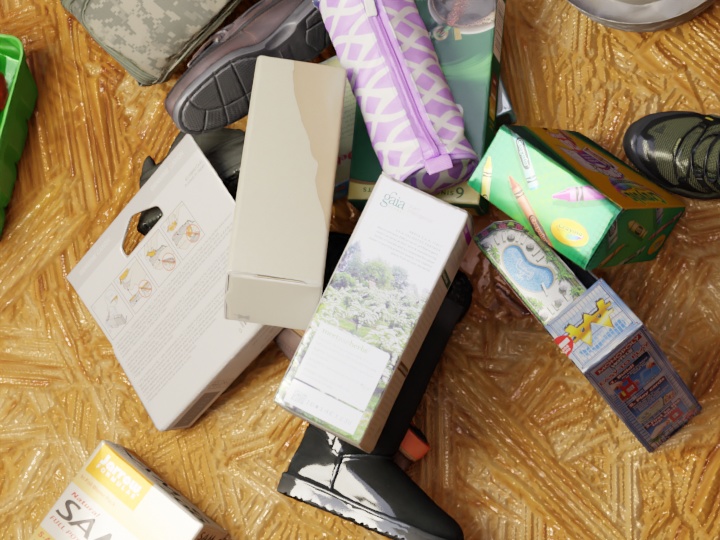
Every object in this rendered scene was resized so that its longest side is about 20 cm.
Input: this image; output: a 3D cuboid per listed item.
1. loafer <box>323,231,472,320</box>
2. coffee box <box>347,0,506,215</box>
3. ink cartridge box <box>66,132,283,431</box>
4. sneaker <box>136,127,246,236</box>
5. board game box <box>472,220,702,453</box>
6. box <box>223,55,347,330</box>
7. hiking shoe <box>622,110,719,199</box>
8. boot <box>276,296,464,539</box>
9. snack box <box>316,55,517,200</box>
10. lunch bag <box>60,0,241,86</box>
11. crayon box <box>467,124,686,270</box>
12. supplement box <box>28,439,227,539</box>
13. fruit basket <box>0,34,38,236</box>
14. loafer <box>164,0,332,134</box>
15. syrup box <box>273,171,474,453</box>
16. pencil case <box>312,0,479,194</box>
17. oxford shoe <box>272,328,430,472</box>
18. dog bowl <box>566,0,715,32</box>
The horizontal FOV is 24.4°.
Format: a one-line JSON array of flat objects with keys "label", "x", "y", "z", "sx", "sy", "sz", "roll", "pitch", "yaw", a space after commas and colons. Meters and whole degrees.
[{"label": "loafer", "x": 0.000, "y": 0.000, "z": 1.453, "sx": 0.199, "sy": 0.070, "sz": 0.069, "roll": 12, "pitch": 80, "yaw": 17}, {"label": "coffee box", "x": 0.058, "y": -0.150, "z": 1.448, "sx": 0.122, "sy": 0.044, "sz": 0.202, "roll": 4, "pitch": 80, "yaw": 15}, {"label": "ink cartridge box", "x": -0.150, "y": 0.011, "z": 1.462, "sx": 0.200, "sy": 0.045, "sz": 0.177, "roll": -45, "pitch": 67, "yaw": 27}, {"label": "sneaker", "x": -0.125, "y": -0.100, "z": 1.495, "sx": 0.199, "sy": 0.076, "sz": 0.092, "roll": -22, "pitch": 64, "yaw": 23}, {"label": "board game box", "x": 0.180, "y": 0.040, "z": 1.329, "sx": 0.062, "sy": 0.200, "sz": 0.200, "roll": -40, "pitch": 71, "yaw": 3}, {"label": "box", "x": -0.061, "y": -0.063, "z": 1.357, "sx": 0.077, "sy": 0.095, "sz": 0.202, "roll": 8, "pitch": 65, "yaw": -3}, {"label": "hiking shoe", "x": 0.312, "y": -0.095, "z": 1.379, "sx": 0.198, "sy": 0.101, "sz": 0.076, "roll": 17, "pitch": 81, "yaw": 18}, {"label": "boot", "x": 0.040, "y": 0.116, "z": 1.368, "sx": 0.163, "sy": 0.066, "sz": 0.202, "roll": 21, "pitch": 80, "yaw": 5}, {"label": "snack box", "x": 0.028, "y": -0.150, "z": 1.499, "sx": 0.198, "sy": 0.037, "sz": 0.117, "roll": -23, "pitch": 73, "yaw": 9}, {"label": "lunch bag", "x": -0.175, "y": -0.287, "z": 1.515, "sx": 0.200, "sy": 0.139, "sz": 0.168, "roll": -41, "pitch": 85, "yaw": 26}, {"label": "crayon box", "x": 0.179, "y": -0.060, "z": 1.351, "sx": 0.118, "sy": 0.200, "sz": 0.059, "roll": 37, "pitch": 107, "yaw": 19}, {"label": "supplement box", "x": -0.228, "y": 0.266, "z": 1.448, "sx": 0.126, "sy": 0.074, "sz": 0.201, "roll": 35, "pitch": 87, "yaw": 19}, {"label": "fruit basket", "x": -0.402, "y": -0.131, "z": 1.521, "sx": 0.154, "sy": 0.216, "sz": 0.218, "roll": 9, "pitch": 79, "yaw": 16}, {"label": "loafer", "x": -0.096, "y": -0.192, "z": 1.458, "sx": 0.199, "sy": 0.072, "sz": 0.063, "roll": -38, "pitch": 54, "yaw": -19}, {"label": "syrup box", "x": 0.013, "y": 0.034, "z": 1.312, "sx": 0.078, "sy": 0.081, "sz": 0.201, "roll": 24, "pitch": 83, "yaw": 11}, {"label": "pencil case", "x": 0.032, "y": -0.159, "z": 1.388, "sx": 0.083, "sy": 0.086, "sz": 0.202, "roll": -19, "pitch": 75, "yaw": -13}, {"label": "oxford shoe", "x": -0.032, "y": 0.105, "z": 1.439, "sx": 0.073, "sy": 0.071, "sz": 0.200, "roll": -46, "pitch": 71, "yaw": 5}, {"label": "dog bowl", "x": 0.249, "y": -0.302, "z": 1.468, "sx": 0.198, "sy": 0.059, "sz": 0.202, "roll": -3, "pitch": 76, "yaw": 13}]
